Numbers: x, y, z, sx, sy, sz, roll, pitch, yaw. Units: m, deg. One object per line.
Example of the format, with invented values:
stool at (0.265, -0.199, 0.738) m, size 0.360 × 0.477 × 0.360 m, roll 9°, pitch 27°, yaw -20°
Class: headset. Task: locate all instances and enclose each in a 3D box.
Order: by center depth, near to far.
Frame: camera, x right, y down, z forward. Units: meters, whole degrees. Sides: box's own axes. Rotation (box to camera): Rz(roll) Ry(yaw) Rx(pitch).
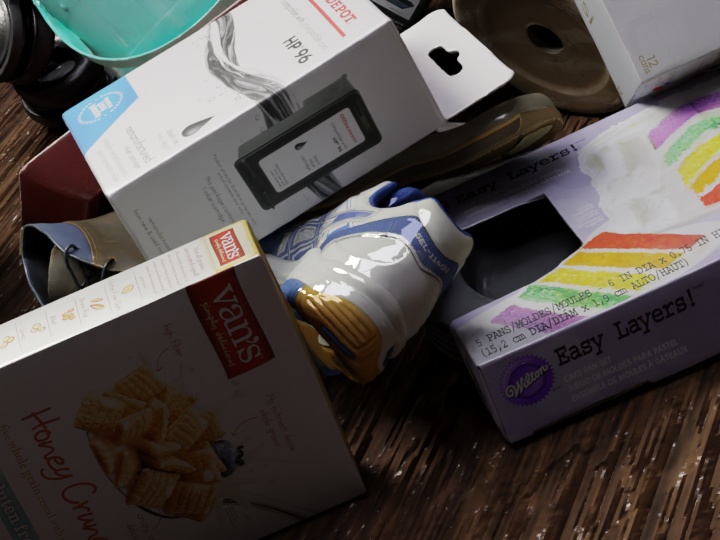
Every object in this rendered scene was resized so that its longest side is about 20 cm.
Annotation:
headset at (-0.228, -0.150, 1.538) m, size 0.200 × 0.123 × 0.094 m, roll -47°, pitch 51°, yaw 5°

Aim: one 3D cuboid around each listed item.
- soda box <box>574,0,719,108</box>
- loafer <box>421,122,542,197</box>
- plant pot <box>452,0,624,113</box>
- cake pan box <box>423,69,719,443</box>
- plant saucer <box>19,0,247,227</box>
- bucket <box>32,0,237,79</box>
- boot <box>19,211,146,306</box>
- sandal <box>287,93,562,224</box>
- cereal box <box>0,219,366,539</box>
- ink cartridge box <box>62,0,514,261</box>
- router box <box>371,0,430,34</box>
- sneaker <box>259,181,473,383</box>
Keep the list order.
soda box at (0.128, -0.191, 1.175) m, size 0.068 × 0.200 × 0.064 m, roll -24°, pitch -7°, yaw -4°
loafer at (0.002, -0.060, 1.253) m, size 0.200 × 0.072 × 0.073 m, roll -9°, pitch 29°, yaw 23°
plant pot at (0.142, -0.191, 1.287) m, size 0.200 × 0.200 × 0.174 m, roll 9°, pitch 56°, yaw 46°
cake pan box at (0.122, -0.011, 1.100) m, size 0.200 × 0.052 × 0.184 m, roll -24°, pitch 25°, yaw -1°
plant saucer at (-0.109, -0.088, 1.321) m, size 0.200 × 0.037 × 0.200 m, roll -38°, pitch -2°, yaw -11°
bucket at (-0.103, -0.201, 1.393) m, size 0.207 × 0.135 × 0.207 m, roll -41°, pitch -1°, yaw -1°
boot at (-0.115, 0.023, 1.155) m, size 0.097 × 0.075 × 0.200 m, roll -2°, pitch 24°, yaw -14°
sandal at (0.010, -0.063, 1.173) m, size 0.200 × 0.054 × 0.080 m, roll -20°, pitch -1°, yaw 30°
cereal box at (-0.113, 0.078, 1.010) m, size 0.200 × 0.144 × 0.040 m, roll -24°, pitch 33°, yaw -1°
ink cartridge box at (-0.038, -0.086, 1.126) m, size 0.200 × 0.068 × 0.116 m, roll -32°, pitch 31°, yaw -4°
router box at (0.025, -0.185, 1.384) m, size 0.157 × 0.052 × 0.200 m, roll -59°, pitch 2°, yaw 38°
sneaker at (0.000, 0.000, 1.088) m, size 0.088 × 0.075 × 0.200 m, roll -44°, pitch 17°, yaw -8°
